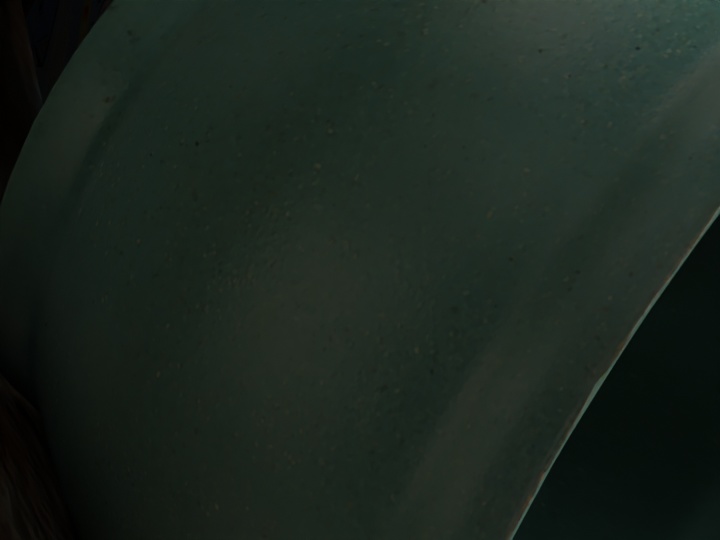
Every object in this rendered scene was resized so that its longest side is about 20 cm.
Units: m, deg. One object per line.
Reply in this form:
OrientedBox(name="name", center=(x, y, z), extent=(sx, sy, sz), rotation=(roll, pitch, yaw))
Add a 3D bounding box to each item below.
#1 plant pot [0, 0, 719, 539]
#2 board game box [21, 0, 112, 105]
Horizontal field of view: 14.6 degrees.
OrientedBox(name="plant pot", center=(0.013, 0.006, 0.547), extent=(0.134, 0.201, 0.200), rotation=(32, -5, 21))
OrientedBox(name="board game box", center=(-0.051, -0.107, 0.739), extent=(0.036, 0.152, 0.200), rotation=(10, 26, -18))
